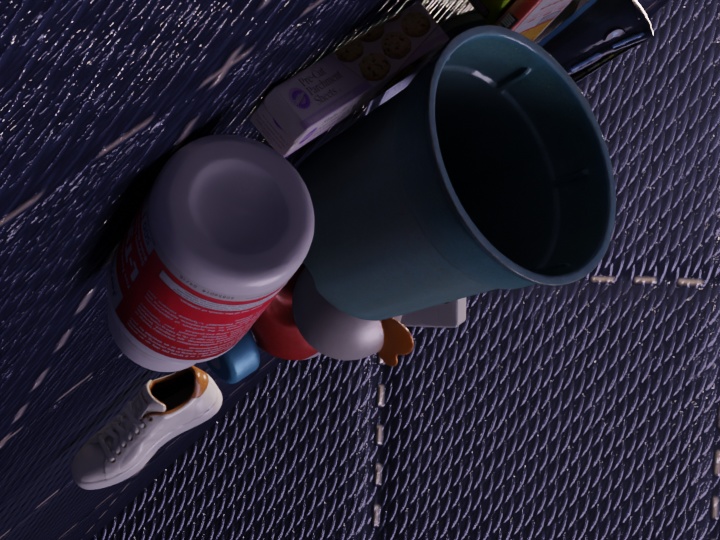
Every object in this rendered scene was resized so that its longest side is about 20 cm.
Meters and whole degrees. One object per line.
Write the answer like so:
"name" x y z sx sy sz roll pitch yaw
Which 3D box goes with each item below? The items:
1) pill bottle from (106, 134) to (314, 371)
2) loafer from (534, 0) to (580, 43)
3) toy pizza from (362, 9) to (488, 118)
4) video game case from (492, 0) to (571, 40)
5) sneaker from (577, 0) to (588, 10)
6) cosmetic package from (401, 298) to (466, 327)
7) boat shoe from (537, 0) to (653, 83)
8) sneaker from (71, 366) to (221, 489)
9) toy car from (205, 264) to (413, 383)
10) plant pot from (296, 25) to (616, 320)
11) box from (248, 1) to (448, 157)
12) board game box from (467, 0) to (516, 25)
"pill bottle" -0.113 -0.003 1.218 0.112 0.112 0.200 -39 175 -31
"loafer" 0.180 -0.269 1.573 0.063 0.072 0.200 -48 178 -44
"toy pizza" 0.074 -0.149 1.575 0.199 0.032 0.201 -26 139 -25
"video game case" 0.123 -0.193 1.448 0.200 0.017 0.143 -46 174 26
"sneaker" 0.176 -0.222 1.666 0.115 0.075 0.200 -40 -162 -14
"cosmetic package" 0.000 0.000 1.677 0.198 0.102 0.071 1 -176 10
"boat shoe" 0.172 -0.167 1.536 0.200 0.069 0.084 -41 178 8
"sneaker" -0.264 0.175 2.054 0.199 0.073 0.085 -36 145 -6
"toy car" -0.024 0.030 1.504 0.184 0.200 0.178 -33 137 -23
"plant pot" 0.058 -0.058 1.348 0.195 0.201 0.200 -23 -169 43
"box" -0.005 -0.143 1.289 0.200 0.041 0.039 -37 175 -47
"board game box" 0.169 -0.287 1.389 0.200 0.048 0.102 -42 176 -8
